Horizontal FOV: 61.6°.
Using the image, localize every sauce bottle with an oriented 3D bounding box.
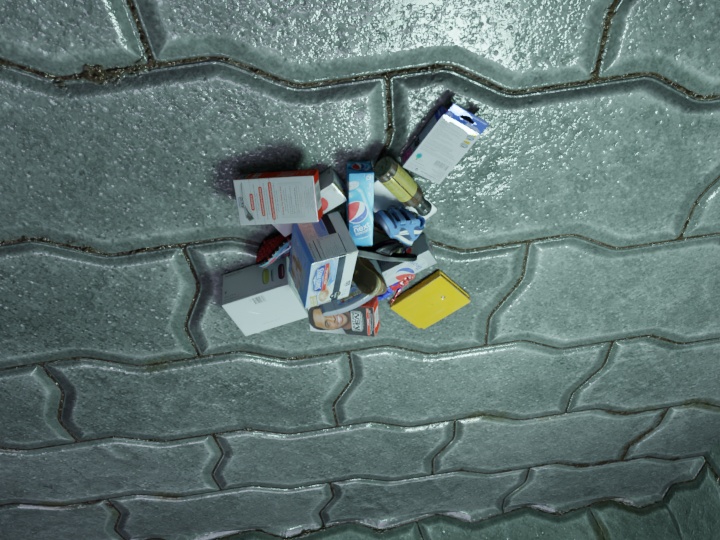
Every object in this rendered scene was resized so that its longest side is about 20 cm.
[{"bbox_3d":[0.109,-0.200,1.489,0.064,0.066,0.199,-30,137,21],"label":"sauce bottle"}]

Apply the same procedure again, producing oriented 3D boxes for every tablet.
[{"bbox_3d":[0.097,-0.175,1.572,0.129,0.014,0.199,-33,132,24],"label":"tablet"}]

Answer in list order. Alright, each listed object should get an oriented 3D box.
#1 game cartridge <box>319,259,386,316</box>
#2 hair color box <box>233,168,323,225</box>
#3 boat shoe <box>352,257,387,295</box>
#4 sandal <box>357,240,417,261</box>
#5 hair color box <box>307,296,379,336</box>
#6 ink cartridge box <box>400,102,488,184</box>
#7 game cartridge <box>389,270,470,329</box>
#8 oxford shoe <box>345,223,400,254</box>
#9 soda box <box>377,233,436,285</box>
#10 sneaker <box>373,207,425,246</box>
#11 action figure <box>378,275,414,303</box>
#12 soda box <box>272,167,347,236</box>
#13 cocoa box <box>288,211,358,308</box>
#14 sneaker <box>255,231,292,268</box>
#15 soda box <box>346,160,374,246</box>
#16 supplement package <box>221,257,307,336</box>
[{"bbox_3d":[-0.034,0.037,1.664,0.196,0.135,0.042,-27,153,2],"label":"game cartridge"},{"bbox_3d":[-0.193,-0.173,1.429,0.194,0.064,0.114,-2,112,9],"label":"hair color box"},{"bbox_3d":[0.000,0.000,1.617,0.067,0.200,0.073,15,115,-49],"label":"boat shoe"},{"bbox_3d":[0.062,-0.054,1.558,0.195,0.075,0.049,6,102,-20],"label":"sandal"},{"bbox_3d":[-0.048,0.123,1.717,0.194,0.062,0.104,3,120,15],"label":"hair color box"},{"bbox_3d":[0.198,-0.304,1.432,0.117,0.043,0.200,19,133,-27],"label":"ink cartridge box"},{"bbox_3d":[0.215,0.096,1.874,0.198,0.033,0.175,-32,133,26],"label":"game cartridge"},{"bbox_3d":[0.021,-0.076,1.610,0.195,0.076,0.071,8,153,-16],"label":"oxford shoe"},{"bbox_3d":[0.112,-0.021,1.699,0.196,0.069,0.064,-26,136,17],"label":"soda box"},{"bbox_3d":[0.101,-0.126,1.539,0.082,0.075,0.199,-42,156,18],"label":"sneaker"},{"bbox_3d":[0.081,0.059,1.797,0.198,0.052,0.065,-35,127,23],"label":"action figure"},{"bbox_3d":[-0.131,-0.168,1.500,0.197,0.065,0.068,-29,135,19],"label":"soda box"},{"bbox_3d":[-0.100,-0.023,1.534,0.128,0.135,0.202,-16,149,-21],"label":"cocoa box"},{"bbox_3d":[-0.192,-0.056,1.599,0.198,0.081,0.095,-33,135,24],"label":"sneaker"},{"bbox_3d":[-0.002,-0.164,1.496,0.062,0.068,0.204,-4,125,-6],"label":"soda box"},{"bbox_3d":[-0.267,0.072,1.697,0.195,0.113,0.157,-17,138,8],"label":"supplement package"}]
